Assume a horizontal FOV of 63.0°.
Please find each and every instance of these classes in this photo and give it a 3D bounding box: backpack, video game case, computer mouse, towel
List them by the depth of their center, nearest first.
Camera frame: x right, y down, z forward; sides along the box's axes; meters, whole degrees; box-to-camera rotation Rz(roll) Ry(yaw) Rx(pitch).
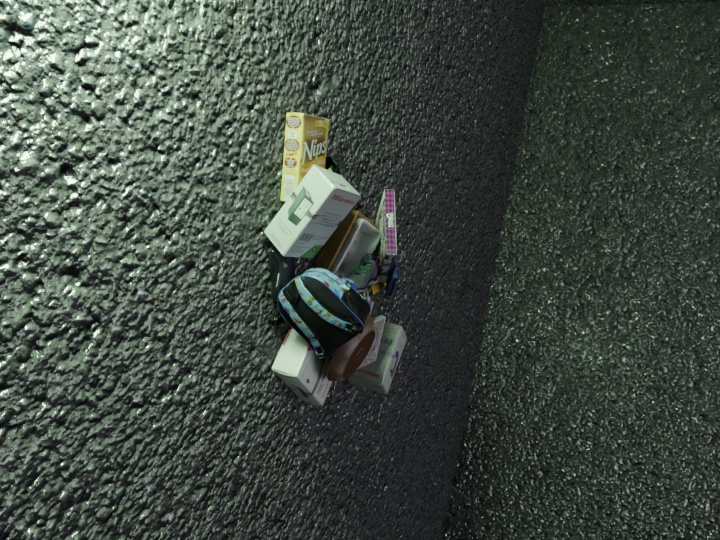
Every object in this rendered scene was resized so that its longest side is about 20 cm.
[{"bbox_3d":[-0.093,0.083,1.411,0.200,0.181,0.136,44,35,-12],"label":"backpack"},{"bbox_3d":[-0.171,0.029,1.453,0.139,0.045,0.208,-20,117,-60],"label":"computer mouse"},{"bbox_3d":[-0.002,0.214,1.658,0.197,0.018,0.148,-14,121,-54],"label":"video game case"},{"bbox_3d":[0.072,-0.097,1.691,0.182,0.034,0.207,105,-14,-65],"label":"video game case"},{"bbox_3d":[0.087,-0.040,1.744,0.146,0.023,0.207,105,-15,-64],"label":"towel"}]

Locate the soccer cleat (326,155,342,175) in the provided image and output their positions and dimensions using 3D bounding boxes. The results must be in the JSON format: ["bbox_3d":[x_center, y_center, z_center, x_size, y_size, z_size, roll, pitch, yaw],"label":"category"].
[{"bbox_3d":[-0.068,-0.211,1.488,0.203,0.066,0.082,-105,171,-46],"label":"soccer cleat"}]

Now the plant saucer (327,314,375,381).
[{"bbox_3d":[-0.015,0.211,1.538,0.201,0.036,0.203,-50,159,-26],"label":"plant saucer"}]

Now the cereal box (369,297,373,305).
[{"bbox_3d":[-0.023,0.121,1.795,0.201,0.038,0.148,51,53,-56],"label":"cereal box"}]

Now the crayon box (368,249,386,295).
[{"bbox_3d":[0.036,-0.005,1.793,0.199,0.056,0.123,-33,111,-65],"label":"crayon box"}]

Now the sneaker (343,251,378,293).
[{"bbox_3d":[0.000,0.000,1.567,0.200,0.072,0.091,-30,133,-70],"label":"sneaker"}]

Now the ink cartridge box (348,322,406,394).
[{"bbox_3d":[0.047,0.270,1.875,0.204,0.141,0.088,-66,152,-27],"label":"ink cartridge box"}]

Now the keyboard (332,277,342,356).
[{"bbox_3d":[-0.061,0.125,1.578,0.056,0.010,0.207,34,66,-68],"label":"keyboard"}]

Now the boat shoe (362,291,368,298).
[{"bbox_3d":[-0.012,0.079,1.585,0.200,0.061,0.076,-2,101,-69],"label":"boat shoe"}]

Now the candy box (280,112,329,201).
[{"bbox_3d":[-0.133,-0.267,1.414,0.114,0.054,0.208,-11,110,-61],"label":"candy box"}]

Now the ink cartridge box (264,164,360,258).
[{"bbox_3d":[-0.109,-0.132,1.373,0.201,0.084,0.145,-50,160,16],"label":"ink cartridge box"}]

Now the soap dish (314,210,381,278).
[{"bbox_3d":[-0.036,-0.056,1.615,0.204,0.080,0.157,-62,152,0],"label":"soap dish"}]

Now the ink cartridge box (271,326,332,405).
[{"bbox_3d":[-0.138,0.247,1.557,0.149,0.082,0.202,-67,153,-25],"label":"ink cartridge box"}]
